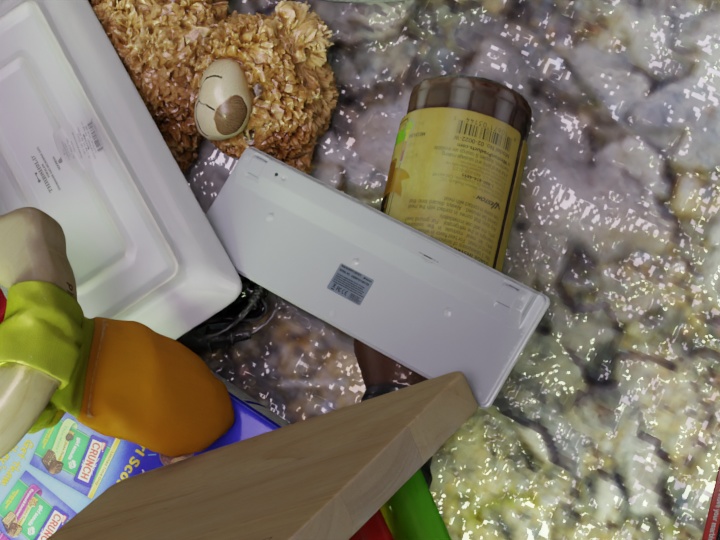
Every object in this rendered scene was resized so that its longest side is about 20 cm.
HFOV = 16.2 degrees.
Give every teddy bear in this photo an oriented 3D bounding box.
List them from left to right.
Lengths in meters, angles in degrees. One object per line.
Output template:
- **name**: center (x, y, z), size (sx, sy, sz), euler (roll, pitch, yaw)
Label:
- **teddy bear**: center (-0.110, -0.106, 1.253), size (0.200, 0.067, 0.145), euler (39, 101, 16)

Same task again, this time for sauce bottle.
- **sauce bottle**: center (0.031, 0.009, 1.174), size (0.064, 0.065, 0.201), euler (8, 68, 17)

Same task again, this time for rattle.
- **rattle**: center (-0.185, 0.065, 1.176), size (0.199, 0.143, 0.131), euler (-36, 64, 20)

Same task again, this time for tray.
- **tray**: center (-0.146, -0.046, 1.215), size (0.107, 0.022, 0.201), euler (-33, 72, 9)

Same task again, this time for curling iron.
- **curling iron**: center (-0.132, -0.010, 1.270), size (0.199, 0.026, 0.050), euler (20, 72, 20)

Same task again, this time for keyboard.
- **keyboard**: center (0.000, 0.000, 1.155), size (0.199, 0.011, 0.057), euler (28, 91, 39)

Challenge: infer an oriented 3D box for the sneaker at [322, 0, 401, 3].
- **sneaker**: center (0.057, -0.196, 1.204), size (0.198, 0.075, 0.116), euler (-6, 87, 20)

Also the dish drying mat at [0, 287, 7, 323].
- **dish drying mat**: center (-0.223, -0.054, 1.294), size (0.077, 0.018, 0.200), euler (-46, 68, 17)

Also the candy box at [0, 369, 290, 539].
- **candy box**: center (-0.100, 0.132, 1.226), size (0.199, 0.077, 0.170), euler (33, 93, 18)

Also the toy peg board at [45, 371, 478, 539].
- **toy peg board**: center (-0.055, 0.146, 1.061), size (0.199, 0.199, 0.098), euler (-20, 100, 30)

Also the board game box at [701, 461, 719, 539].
- **board game box**: center (0.198, 0.124, 1.094), size (0.102, 0.201, 0.020), euler (4, 130, 16)
